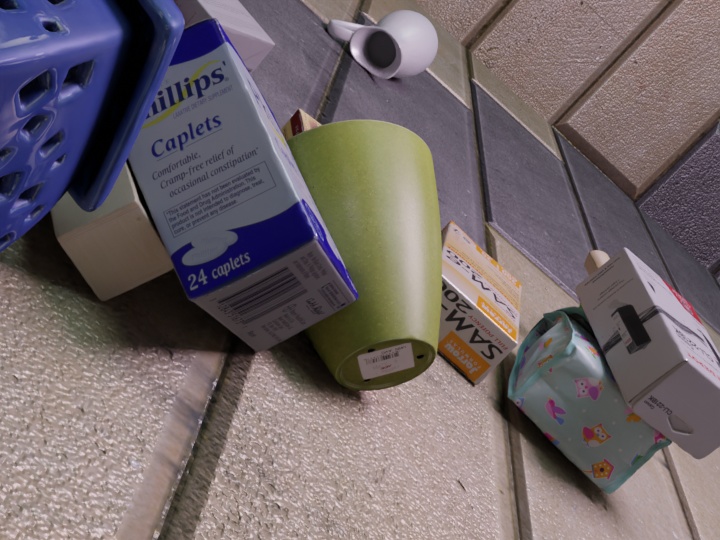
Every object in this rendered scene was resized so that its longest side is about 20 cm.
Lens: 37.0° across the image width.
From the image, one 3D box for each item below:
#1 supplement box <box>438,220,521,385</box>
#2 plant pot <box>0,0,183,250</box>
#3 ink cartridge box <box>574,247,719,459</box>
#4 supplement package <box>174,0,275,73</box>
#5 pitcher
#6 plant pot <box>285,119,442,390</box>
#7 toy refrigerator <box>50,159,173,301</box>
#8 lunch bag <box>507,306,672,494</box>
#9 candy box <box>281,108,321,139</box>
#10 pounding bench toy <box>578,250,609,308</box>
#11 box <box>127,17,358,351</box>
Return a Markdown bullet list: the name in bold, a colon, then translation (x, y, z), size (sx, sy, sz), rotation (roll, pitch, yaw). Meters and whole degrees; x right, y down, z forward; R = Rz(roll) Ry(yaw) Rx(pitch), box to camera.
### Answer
- **supplement box**: translation (0.122, 0.032, 1.269), size (0.126, 0.074, 0.200), rotation (41, 21, -6)
- **plant pot**: translation (-0.231, -0.133, 0.636), size (0.179, 0.200, 0.200), rotation (-25, 70, -43)
- **ink cartridge box**: translation (0.340, 0.092, 1.214), size (0.144, 0.084, 0.201), rotation (35, 26, -30)
- **supplement package**: translation (-0.213, -0.279, 1.168), size (0.200, 0.121, 0.119), rotation (51, 21, 17)
- **pitcher**: translation (0.044, -0.425, 1.982), size (0.171, 0.122, 0.200), rotation (33, 29, 15)
- **plant pot**: translation (0.000, 0.000, 0.989), size (0.186, 0.186, 0.202), rotation (23, 43, -44)
- **toy refrigerator**: translation (-0.202, -0.080, 0.835), size (0.076, 0.069, 0.201), rotation (67, -3, -47)
- **lunch bag**: translation (0.266, 0.140, 1.269), size (0.170, 0.122, 0.200), rotation (45, 16, -3)
- **candy box**: translation (-0.010, -0.098, 1.298), size (0.199, 0.055, 0.116), rotation (34, 22, -26)
- **pounding bench toy**: translation (0.335, 0.084, 1.455), size (0.199, 0.156, 0.125), rotation (38, 22, -16)
- **box**: translation (-0.098, -0.061, 0.849), size (0.201, 0.104, 0.184), rotation (64, 1, 18)
